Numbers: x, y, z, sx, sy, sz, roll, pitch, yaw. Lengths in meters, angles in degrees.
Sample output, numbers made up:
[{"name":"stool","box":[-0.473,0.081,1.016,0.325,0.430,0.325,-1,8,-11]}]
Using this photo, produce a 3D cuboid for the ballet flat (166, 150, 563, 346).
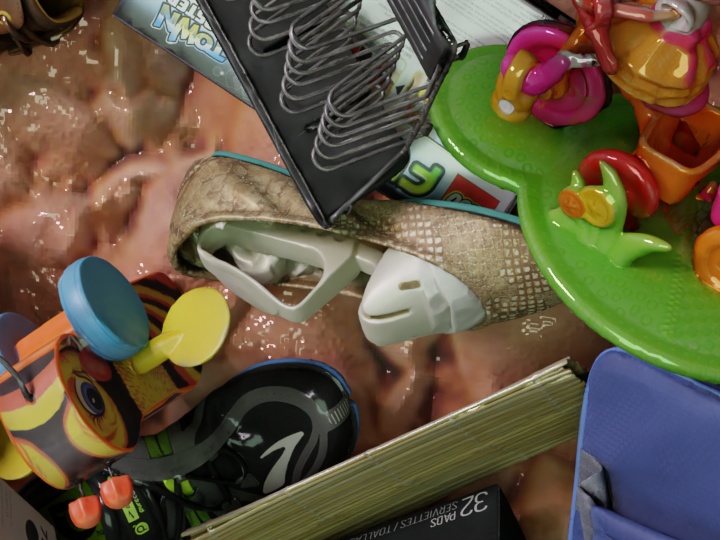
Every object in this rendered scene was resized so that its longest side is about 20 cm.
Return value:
[{"name":"ballet flat","box":[0.000,0.000,0.772,0.199,0.065,0.071,12,149,29]}]

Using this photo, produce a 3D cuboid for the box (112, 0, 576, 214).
[{"name":"box","box":[0.001,-0.107,0.786,0.200,0.035,0.110,34,108,1]}]

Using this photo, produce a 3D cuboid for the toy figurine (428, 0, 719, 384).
[{"name":"toy figurine","box":[0.134,-0.086,0.646,0.200,0.150,0.184,36,140,14]}]

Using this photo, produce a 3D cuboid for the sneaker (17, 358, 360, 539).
[{"name":"sneaker","box":[-0.088,0.104,0.831,0.199,0.083,0.071,-24,99,15]}]

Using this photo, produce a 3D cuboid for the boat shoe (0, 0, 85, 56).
[{"name":"boat shoe","box":[-0.160,-0.129,0.784,0.200,0.072,0.068,-43,73,16]}]

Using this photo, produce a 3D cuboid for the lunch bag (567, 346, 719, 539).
[{"name":"lunch bag","box":[0.170,0.100,0.719,0.132,0.200,0.136,-6,106,-33]}]

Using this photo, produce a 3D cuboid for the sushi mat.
[{"name":"sushi mat","box":[0.022,0.092,0.807,0.199,0.096,0.012,-26,66,15]}]

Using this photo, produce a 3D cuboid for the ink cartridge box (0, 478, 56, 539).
[{"name":"ink cartridge box","box":[-0.200,0.114,0.756,0.099,0.039,0.200,-16,143,9]}]

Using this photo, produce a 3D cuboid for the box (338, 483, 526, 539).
[{"name":"box","box":[-0.004,0.213,0.797,0.199,0.149,0.125,-21,114,15]}]

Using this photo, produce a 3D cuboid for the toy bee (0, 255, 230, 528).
[{"name":"toy bee","box":[-0.125,0.058,0.759,0.131,0.200,0.109,-36,76,40]}]

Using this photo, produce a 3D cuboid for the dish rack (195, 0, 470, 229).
[{"name":"dish rack","box":[-0.021,-0.109,0.667,0.054,0.200,0.154,-29,85,-9]}]
